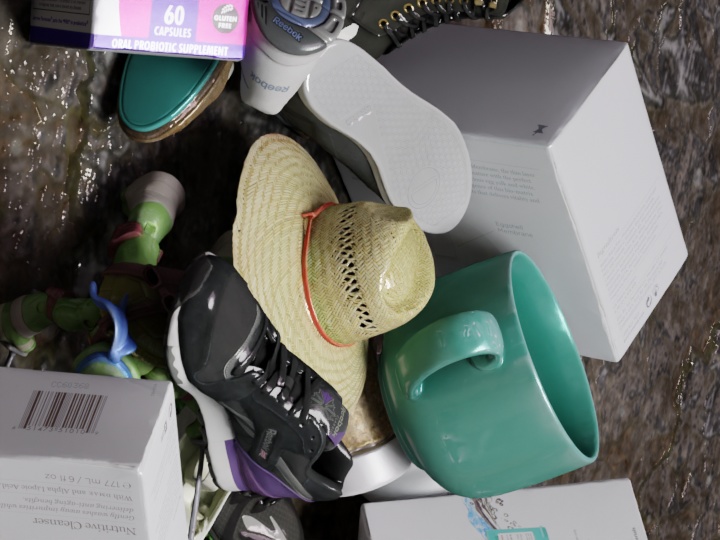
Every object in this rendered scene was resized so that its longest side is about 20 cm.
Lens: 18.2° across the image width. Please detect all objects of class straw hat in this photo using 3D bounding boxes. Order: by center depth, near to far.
[{"bbox_3d":[0.000,0.000,1.417,0.201,0.085,0.202,45,38,-51],"label":"straw hat"}]

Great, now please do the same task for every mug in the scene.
[{"bbox_3d":[0.073,0.065,1.509,0.185,0.114,0.152,56,21,-36],"label":"mug"}]

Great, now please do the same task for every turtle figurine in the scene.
[{"bbox_3d":[-0.144,0.046,1.369,0.194,0.143,0.201,-63,157,-49],"label":"turtle figurine"}]

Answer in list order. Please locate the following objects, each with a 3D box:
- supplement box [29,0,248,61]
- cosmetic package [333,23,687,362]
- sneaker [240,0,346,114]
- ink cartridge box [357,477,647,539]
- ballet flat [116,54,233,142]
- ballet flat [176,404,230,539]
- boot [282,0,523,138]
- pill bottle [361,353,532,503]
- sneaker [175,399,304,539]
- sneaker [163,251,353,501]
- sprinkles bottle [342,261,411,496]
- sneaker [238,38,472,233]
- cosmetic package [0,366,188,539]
[{"bbox_3d":[-0.124,-0.227,1.313,0.101,0.103,0.201,1,97,-29],"label":"supplement box"},{"bbox_3d":[0.104,-0.061,1.612,0.123,0.199,0.201,-53,137,-32],"label":"cosmetic package"},{"bbox_3d":[-0.046,-0.180,1.390,0.201,0.074,0.087,-75,-169,-46],"label":"sneaker"},{"bbox_3d":[0.103,0.256,1.603,0.147,0.199,0.146,94,-12,-46],"label":"ink cartridge box"},{"bbox_3d":[-0.098,-0.165,1.434,0.072,0.067,0.201,53,49,-68],"label":"ballet flat"},{"bbox_3d":[-0.110,0.137,1.429,0.200,0.069,0.069,-57,144,5],"label":"ballet flat"},{"bbox_3d":[0.036,-0.171,1.527,0.201,0.138,0.077,-68,157,-4],"label":"boot"},{"bbox_3d":[0.056,0.149,1.673,0.111,0.110,0.200,-60,140,-26],"label":"pill bottle"},{"bbox_3d":[-0.072,0.125,1.511,0.077,0.083,0.201,-43,130,-40],"label":"sneaker"},{"bbox_3d":[-0.049,0.062,1.293,0.200,0.087,0.076,73,35,-52],"label":"sneaker"},{"bbox_3d":[-0.025,0.051,1.532,0.068,0.068,0.201,-31,107,-47],"label":"sprinkles bottle"},{"bbox_3d":[-0.004,-0.099,1.494,0.071,0.099,0.200,-55,134,-8],"label":"sneaker"},{"bbox_3d":[-0.159,0.157,1.278,0.081,0.112,0.201,-75,165,-53],"label":"cosmetic package"}]
